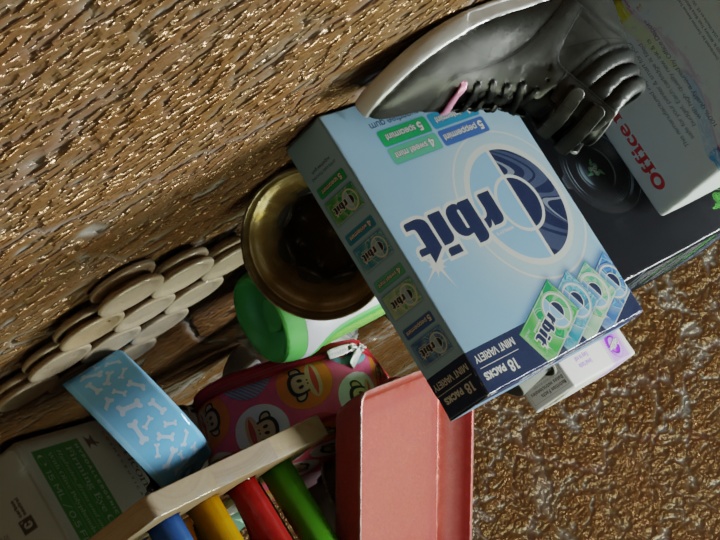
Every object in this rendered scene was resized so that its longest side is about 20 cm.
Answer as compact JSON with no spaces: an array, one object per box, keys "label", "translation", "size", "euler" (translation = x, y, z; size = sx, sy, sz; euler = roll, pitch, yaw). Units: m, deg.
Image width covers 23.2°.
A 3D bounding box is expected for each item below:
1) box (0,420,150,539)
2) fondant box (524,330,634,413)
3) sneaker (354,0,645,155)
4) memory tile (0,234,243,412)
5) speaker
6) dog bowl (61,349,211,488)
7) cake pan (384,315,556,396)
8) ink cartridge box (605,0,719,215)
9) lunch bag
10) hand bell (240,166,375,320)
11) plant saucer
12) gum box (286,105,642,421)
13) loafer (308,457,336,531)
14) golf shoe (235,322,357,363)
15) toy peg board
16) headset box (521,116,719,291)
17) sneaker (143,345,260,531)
[{"label":"box","translation":[-0.276,0.268,1.533],"size":[0.200,0.199,0.171],"euler":[-35,171,20]},{"label":"fondant box","translation":[0.170,0.028,1.735],"size":[0.058,0.200,0.144],"euler":[-38,170,33]},{"label":"sneaker","translation":[0.096,-0.111,1.073],"size":[0.200,0.099,0.071],"euler":[-25,171,-29]},{"label":"memory tile","translation":[-0.168,0.036,1.240],"size":[0.153,0.017,0.200],"euler":[-22,167,-48]},{"label":"speaker","translation":[0.000,0.000,1.389],"size":[0.200,0.088,0.088],"euler":[-27,170,-30]},{"label":"dog bowl","translation":[-0.162,0.115,1.311],"size":[0.050,0.111,0.200],"euler":[-44,173,-10]},{"label":"cake pan","translation":[0.085,0.052,1.598],"size":[0.037,0.200,0.200],"euler":[-56,174,-9]},{"label":"ink cartridge box","translation":[0.272,-0.161,1.240],"size":[0.145,0.145,0.200],"euler":[-25,169,-38]},{"label":"lunch bag","translation":[-0.033,0.125,1.454],"size":[0.176,0.082,0.200],"euler":[-20,160,5]},{"label":"hand bell","translation":[-0.004,-0.040,1.235],"size":[0.104,0.104,0.200],"euler":[-35,-178,20]},{"label":"plant saucer","translation":[0.032,0.174,1.380],"size":[0.037,0.200,0.200],"euler":[6,-170,28]},{"label":"gum box","translation":[0.069,-0.024,1.124],"size":[0.170,0.200,0.045],"euler":[-23,168,-45]},{"label":"loafer","translation":[-0.021,0.208,1.463],"size":[0.071,0.073,0.200],"euler":[-17,157,-7]},{"label":"golf shoe","translation":[-0.035,0.067,1.596],"size":[0.078,0.097,0.200],"euler":[-38,170,28]},{"label":"toy peg board","translation":[-0.124,0.218,1.293],"size":[0.200,0.098,0.199],"euler":[-39,169,36]},{"label":"headset box","translation":[0.174,-0.067,1.319],"size":[0.200,0.174,0.093],"euler":[-24,168,-35]},{"label":"sneaker","translation":[-0.153,0.131,1.579],"size":[0.140,0.200,0.078],"euler":[22,131,-20]}]
